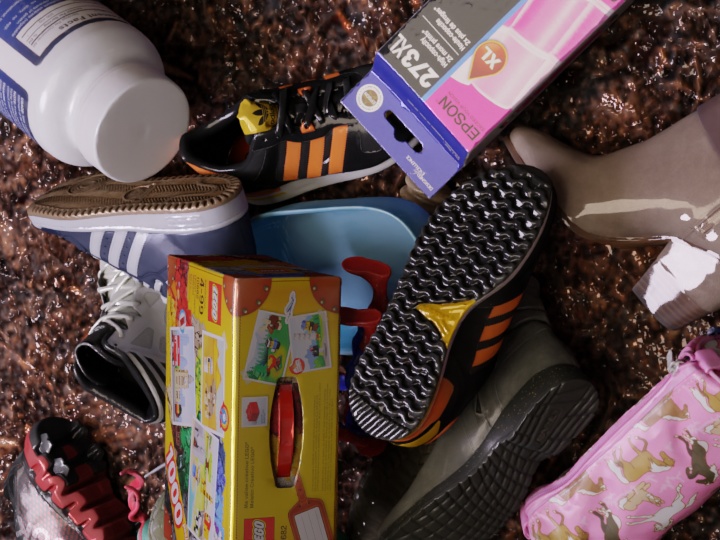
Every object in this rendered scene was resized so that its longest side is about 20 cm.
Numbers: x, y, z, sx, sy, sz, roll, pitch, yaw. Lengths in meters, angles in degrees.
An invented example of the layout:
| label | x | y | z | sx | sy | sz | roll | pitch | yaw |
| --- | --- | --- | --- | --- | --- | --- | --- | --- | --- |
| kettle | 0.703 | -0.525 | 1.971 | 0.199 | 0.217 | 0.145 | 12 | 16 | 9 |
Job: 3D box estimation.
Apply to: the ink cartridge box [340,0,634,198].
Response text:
| label | x | y | z | sx | sy | sz | roll | pitch | yaw |
| --- | --- | --- | --- | --- | --- | --- | --- | --- | --- |
| ink cartridge box | 0.082 | -0.149 | 1.425 | 0.200 | 0.037 | 0.095 | -45 | 82 | 15 |

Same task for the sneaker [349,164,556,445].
| label | x | y | z | sx | sy | sz | roll | pitch | yaw |
| --- | --- | --- | --- | --- | --- | --- | --- | --- | --- |
| sneaker | 0.067 | 0.025 | 1.398 | 0.070 | 0.090 | 0.201 | 30 | 89 | 25 |

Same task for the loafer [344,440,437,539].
| label | x | y | z | sx | sy | sz | roll | pitch | yaw |
| --- | --- | --- | --- | --- | --- | --- | --- | --- | --- |
| loafer | 0.024 | 0.207 | 1.548 | 0.201 | 0.067 | 0.076 | -64 | 28 | 11 |

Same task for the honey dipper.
| label | x | y | z | sx | sy | sz | roll | pitch | yaw |
| --- | --- | --- | --- | --- | --- | --- | --- | --- | --- |
| honey dipper | 0.070 | -0.106 | 1.477 | 0.038 | 0.038 | 0.201 | 33 | 113 | 22 |

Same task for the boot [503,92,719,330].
| label | x | y | z | sx | sy | sz | roll | pitch | yaw |
| --- | --- | --- | --- | --- | --- | --- | --- | --- | --- |
| boot | 0.204 | -0.065 | 1.390 | 0.200 | 0.070 | 0.146 | 48 | 113 | 15 |

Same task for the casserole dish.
| label | x | y | z | sx | sy | sz | roll | pitch | yaw |
| --- | --- | --- | --- | --- | --- | --- | --- | --- | --- |
| casserole dish | 0.000 | 0.000 | 1.506 | 0.199 | 0.039 | 0.122 | -3 | 119 | 46 |

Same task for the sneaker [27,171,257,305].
| label | x | y | z | sx | sy | sz | roll | pitch | yaw |
| --- | --- | --- | --- | --- | --- | --- | --- | --- | --- |
| sneaker | -0.154 | -0.011 | 1.558 | 0.199 | 0.070 | 0.109 | 2 | 122 | 37 |

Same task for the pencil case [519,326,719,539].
| label | x | y | z | sx | sy | sz | roll | pitch | yaw |
| --- | --- | --- | --- | --- | --- | --- | --- | --- | --- |
| pencil case | 0.193 | 0.127 | 1.418 | 0.087 | 0.083 | 0.200 | 49 | 121 | 13 |

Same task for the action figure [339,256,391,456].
| label | x | y | z | sx | sy | sz | roll | pitch | yaw |
| --- | --- | --- | --- | --- | --- | --- | --- | --- | --- |
| action figure | -0.023 | 0.068 | 1.492 | 0.098 | 0.066 | 0.200 | 8 | 144 | 11 |

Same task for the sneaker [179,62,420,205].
| label | x | y | z | sx | sy | sz | roll | pitch | yaw |
| --- | --- | --- | --- | --- | --- | --- | --- | --- | --- |
| sneaker | -0.039 | -0.101 | 1.502 | 0.199 | 0.090 | 0.070 | -21 | 66 | 34 |

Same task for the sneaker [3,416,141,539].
| label | x | y | z | sx | sy | sz | roll | pitch | yaw |
| --- | --- | --- | --- | --- | --- | --- | --- | --- | --- |
| sneaker | -0.218 | 0.219 | 1.697 | 0.098 | 0.071 | 0.201 | -44 | 74 | 30 |

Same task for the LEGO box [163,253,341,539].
| label | x | y | z | sx | sy | sz | roll | pitch | yaw |
| --- | --- | --- | --- | --- | --- | --- | --- | --- | --- |
| LEGO box | -0.074 | 0.095 | 1.430 | 0.149 | 0.077 | 0.201 | -164 | 74 | -67 |

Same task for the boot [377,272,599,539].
| label | x | y | z | sx | sy | sz | roll | pitch | yaw |
| --- | --- | --- | --- | --- | --- | --- | --- | --- | --- |
| boot | 0.074 | 0.102 | 1.473 | 0.200 | 0.068 | 0.131 | -47 | 40 | 18 |

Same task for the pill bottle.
| label | x | y | z | sx | sy | sz | roll | pitch | yaw |
| --- | --- | --- | --- | --- | --- | --- | --- | --- | --- |
| pill bottle | -0.213 | -0.145 | 1.571 | 0.200 | 0.111 | 0.111 | 38 | 118 | 39 |

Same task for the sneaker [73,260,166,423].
| label | x | y | z | sx | sy | sz | roll | pitch | yaw |
| --- | --- | --- | --- | --- | --- | --- | --- | --- | --- |
| sneaker | -0.172 | 0.024 | 1.596 | 0.076 | 0.115 | 0.201 | -37 | 70 | 31 |

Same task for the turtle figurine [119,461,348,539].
| label | x | y | z | sx | sy | sz | roll | pitch | yaw |
| --- | --- | --- | --- | --- | --- | --- | --- | --- | --- |
| turtle figurine | -0.100 | 0.187 | 1.591 | 0.199 | 0.100 | 0.151 | -17 | 89 | 40 |
